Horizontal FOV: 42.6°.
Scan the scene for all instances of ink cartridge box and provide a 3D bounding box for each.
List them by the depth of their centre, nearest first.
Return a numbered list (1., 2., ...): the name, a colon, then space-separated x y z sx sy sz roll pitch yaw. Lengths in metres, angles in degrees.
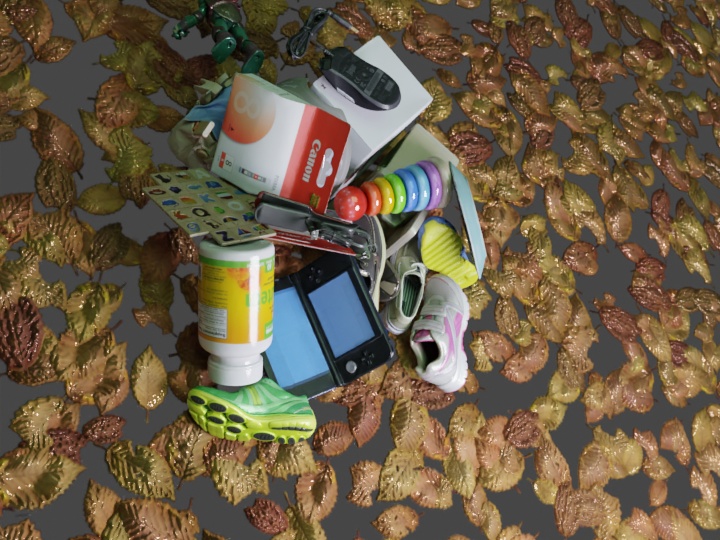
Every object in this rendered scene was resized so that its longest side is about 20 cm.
1. ink cartridge box: -0.125 -0.183 1.396 0.198 0.164 0.050 31 26 24
2. ink cartridge box: -0.110 -0.077 1.447 0.197 0.174 0.044 11 99 -13

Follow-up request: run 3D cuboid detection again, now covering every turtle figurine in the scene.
1. turtle figurine: -0.241 -0.411 1.555 0.148 0.102 0.201 -4 42 -34

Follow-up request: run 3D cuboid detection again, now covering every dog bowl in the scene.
1. dog bowl: -0.109 -0.200 1.456 0.058 0.199 0.202 -21 78 -51

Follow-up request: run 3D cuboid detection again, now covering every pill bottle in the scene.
1. pill bottle: -0.181 0.058 1.346 0.110 0.111 0.204 -6 107 -32

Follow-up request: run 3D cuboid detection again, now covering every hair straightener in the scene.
1. hair straightener: -0.065 -0.057 1.369 0.197 0.041 0.077 21 29 -15

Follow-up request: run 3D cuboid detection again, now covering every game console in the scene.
1. game console: -0.071 0.085 1.444 0.118 0.169 0.203 -6 68 -60

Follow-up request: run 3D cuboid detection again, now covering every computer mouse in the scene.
1. computer mouse: -0.019 -0.330 1.467 0.198 0.046 0.142 29 52 -9

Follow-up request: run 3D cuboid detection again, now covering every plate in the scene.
1. plate: 0.183 -0.087 1.544 0.025 0.200 0.203 -15 72 6

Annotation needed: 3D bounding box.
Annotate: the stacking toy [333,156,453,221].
1. stacking toy: 0.048 -0.125 1.479 0.197 0.085 0.087 -14 75 -26

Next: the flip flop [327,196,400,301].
1. flip flop: 0.001 -0.035 1.572 0.201 0.081 0.057 52 15 9

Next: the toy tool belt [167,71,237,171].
1. toy tool belt: -0.223 -0.257 1.507 0.124 0.123 0.201 37 54 -10

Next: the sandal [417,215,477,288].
1. sandal: 0.143 -0.041 1.616 0.079 0.200 0.088 -25 57 6

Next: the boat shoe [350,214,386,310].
1. boat shoe: 0.000 0.000 1.507 0.065 0.072 0.204 3 86 -72

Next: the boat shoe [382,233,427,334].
1. boat shoe: 0.088 0.015 1.599 0.071 0.062 0.203 22 58 -19

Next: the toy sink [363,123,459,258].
1. toy sink: 0.063 -0.137 1.615 0.112 0.130 0.201 38 55 -8

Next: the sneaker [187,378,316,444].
1. sneaker: -0.163 0.204 1.369 0.197 0.075 0.084 15 37 -21

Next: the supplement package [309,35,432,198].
1. supplement package: -0.019 -0.252 1.577 0.147 0.200 0.191 47 54 -2

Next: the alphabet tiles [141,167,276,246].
1. alphabet tiles: -0.221 -0.098 1.375 0.165 0.006 0.200 -14 43 -42

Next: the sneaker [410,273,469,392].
1. sneaker: 0.130 0.099 1.554 0.087 0.081 0.204 18 62 -44
